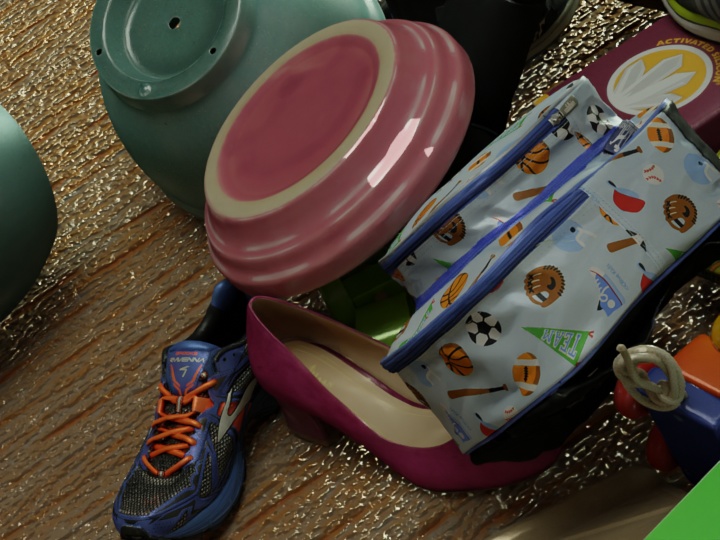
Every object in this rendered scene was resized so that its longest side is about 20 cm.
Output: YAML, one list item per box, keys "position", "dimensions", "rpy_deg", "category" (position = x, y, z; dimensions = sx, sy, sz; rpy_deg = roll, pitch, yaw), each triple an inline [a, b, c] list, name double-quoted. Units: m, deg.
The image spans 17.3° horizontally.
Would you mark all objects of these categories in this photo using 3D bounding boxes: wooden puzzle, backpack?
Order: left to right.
- position: [0.100, 0.004, 1.276]
  dimensions: [0.154, 0.200, 0.191]
  rpy_deg: [38, 55, 2]
  category: "backpack"
- position: [0.097, 0.166, 1.207]
  dimensions: [0.184, 0.037, 0.200]
  rpy_deg: [-27, 7, -4]
  category: "wooden puzzle"

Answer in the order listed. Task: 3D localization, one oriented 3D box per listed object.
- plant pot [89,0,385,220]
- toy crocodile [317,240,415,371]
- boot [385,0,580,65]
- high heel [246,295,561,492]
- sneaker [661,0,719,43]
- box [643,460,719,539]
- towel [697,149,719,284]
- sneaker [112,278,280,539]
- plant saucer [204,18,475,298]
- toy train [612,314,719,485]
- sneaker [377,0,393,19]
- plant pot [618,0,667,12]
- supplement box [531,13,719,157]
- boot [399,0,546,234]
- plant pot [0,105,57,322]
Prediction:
- position: [-0.097, -0.145, 1.575]
  dimensions: [0.199, 0.134, 0.202]
  rpy_deg: [-10, 68, 27]
  category: "plant pot"
- position: [0.000, 0.000, 1.488]
  dimensions: [0.067, 0.062, 0.200]
  rpy_deg: [-27, 33, -4]
  category: "toy crocodile"
- position: [0.079, -0.211, 1.608]
  dimensions: [0.073, 0.154, 0.204]
  rpy_deg: [9, 49, 35]
  category: "boot"
- position: [0.019, 0.069, 1.358]
  dimensions: [0.199, 0.097, 0.068]
  rpy_deg: [6, 46, 32]
  category: "high heel"
- position: [0.230, -0.173, 1.406]
  dimensions: [0.073, 0.081, 0.200]
  rpy_deg: [-28, 40, -8]
  category: "sneaker"
- position: [0.220, 0.152, 1.091]
  dimensions: [0.200, 0.177, 0.096]
  rpy_deg: [-41, 45, -23]
  category: "box"
- position: [0.249, -0.019, 1.318]
  dimensions: [0.086, 0.018, 0.200]
  rpy_deg: [-55, 36, -7]
  category: "towel"
- position: [-0.100, 0.081, 1.419]
  dimensions: [0.075, 0.079, 0.201]
  rpy_deg: [0, 43, 27]
  category: "sneaker"
- position: [-0.023, -0.077, 1.423]
  dimensions: [0.200, 0.051, 0.201]
  rpy_deg: [-32, 35, 25]
  category: "plant saucer"
- position: [0.190, 0.039, 1.204]
  dimensions: [0.084, 0.200, 0.116]
  rpy_deg: [27, 75, 31]
  category: "toy train"
- position: [-0.041, -0.170, 1.685]
  dimensions: [0.199, 0.078, 0.070]
  rpy_deg: [8, 47, 33]
  category: "sneaker"
- position: [0.151, -0.260, 1.539]
  dimensions: [0.199, 0.188, 0.187]
  rpy_deg: [-4, 25, -35]
  category: "plant pot"
- position: [0.222, -0.103, 1.465]
  dimensions: [0.199, 0.086, 0.110]
  rpy_deg: [-33, 39, -12]
  category: "supplement box"
- position: [0.073, -0.104, 1.463]
  dimensions: [0.073, 0.164, 0.198]
  rpy_deg: [17, 18, -13]
  category: "boot"
- position: [-0.299, -0.032, 1.572]
  dimensions: [0.160, 0.202, 0.200]
  rpy_deg: [-32, 37, -31]
  category: "plant pot"
